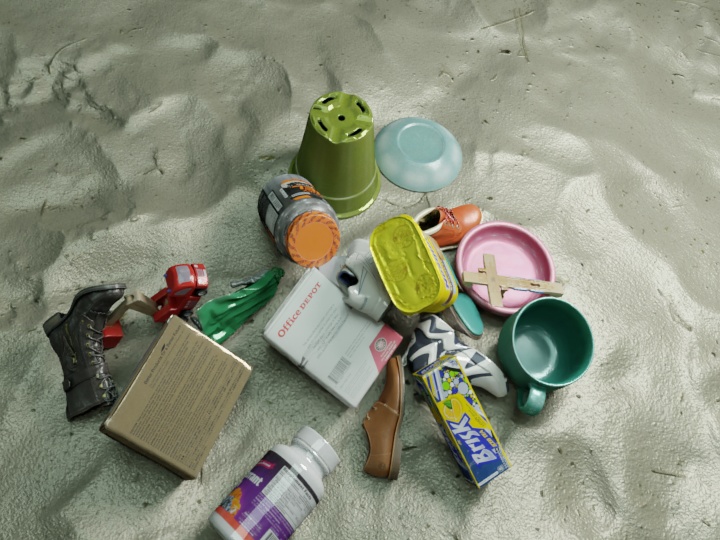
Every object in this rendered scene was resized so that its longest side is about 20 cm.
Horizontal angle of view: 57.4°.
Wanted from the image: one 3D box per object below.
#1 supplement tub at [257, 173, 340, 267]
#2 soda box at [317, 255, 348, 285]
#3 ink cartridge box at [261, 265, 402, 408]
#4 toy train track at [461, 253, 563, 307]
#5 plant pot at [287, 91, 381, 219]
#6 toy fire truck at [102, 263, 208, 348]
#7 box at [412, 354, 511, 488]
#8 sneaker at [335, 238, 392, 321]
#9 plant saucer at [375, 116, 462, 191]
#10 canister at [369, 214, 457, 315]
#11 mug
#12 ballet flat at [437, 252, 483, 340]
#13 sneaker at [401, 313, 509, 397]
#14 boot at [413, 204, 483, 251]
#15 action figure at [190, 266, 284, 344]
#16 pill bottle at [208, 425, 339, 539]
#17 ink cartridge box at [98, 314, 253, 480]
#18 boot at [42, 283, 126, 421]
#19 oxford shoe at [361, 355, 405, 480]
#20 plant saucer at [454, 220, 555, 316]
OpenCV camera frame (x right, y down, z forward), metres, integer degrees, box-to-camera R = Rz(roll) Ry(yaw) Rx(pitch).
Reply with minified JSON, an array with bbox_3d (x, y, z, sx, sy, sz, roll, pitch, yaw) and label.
[{"bbox_3d":[-0.110,-0.090,1.193,0.120,0.125,0.200,-16,30,-15],"label":"supplement tub"},{"bbox_3d":[0.017,0.011,1.233,0.195,0.064,0.069,-5,62,-11],"label":"soda box"},{"bbox_3d":[-0.050,0.114,1.120,0.199,0.085,0.147,38,78,1],"label":"ink cartridge box"},{"bbox_3d":[0.279,0.031,1.219,0.195,0.033,0.117,7,53,-10],"label":"toy train track"},{"bbox_3d":[-0.045,-0.240,1.291,0.195,0.191,0.204,3,60,-5],"label":"plant pot"},{"bbox_3d":[-0.355,0.059,1.115,0.139,0.200,0.049,0,56,-40],"label":"toy fire truck"},{"bbox_3d":[0.165,0.244,1.077,0.069,0.064,0.203,-27,90,-12],"label":"box"},{"bbox_3d":[0.000,0.000,1.117,0.086,0.075,0.201,22,25,-22],"label":"sneaker"},{"bbox_3d":[0.127,-0.263,1.412,0.196,0.039,0.205,3,61,-5],"label":"plant saucer"},{"bbox_3d":[0.096,-0.002,1.100,0.085,0.200,0.151,-27,78,13],"label":"canister"},{"bbox_3d":[0.307,0.145,1.159,0.184,0.115,0.153,-35,80,-16],"label":"mug"},{"bbox_3d":[0.164,0.055,1.226,0.067,0.067,0.203,3,52,-36],"label":"ballet flat"},{"bbox_3d":[0.155,0.186,1.152,0.198,0.079,0.130,40,81,-6],"label":"sneaker"},{"bbox_3d":[0.168,-0.090,1.285,0.197,0.108,0.076,-27,65,-22],"label":"boot"},{"bbox_3d":[-0.210,0.053,1.172,0.054,0.120,0.199,34,53,26],"label":"action figure"},{"bbox_3d":[-0.125,0.341,1.005,0.111,0.112,0.200,38,63,14],"label":"pill bottle"},{"bbox_3d":[-0.290,0.203,1.050,0.163,0.075,0.202,35,59,-15],"label":"ink cartridge box"},{"bbox_3d":[-0.423,0.132,1.059,0.198,0.069,0.177,-32,74,24],"label":"boot"},{"bbox_3d":[0.039,0.239,1.098,0.069,0.072,0.204,7,69,3],"label":"oxford shoe"},{"bbox_3d":[0.277,0.001,1.278,0.195,0.051,0.205,3,62,-5],"label":"plant saucer"}]
